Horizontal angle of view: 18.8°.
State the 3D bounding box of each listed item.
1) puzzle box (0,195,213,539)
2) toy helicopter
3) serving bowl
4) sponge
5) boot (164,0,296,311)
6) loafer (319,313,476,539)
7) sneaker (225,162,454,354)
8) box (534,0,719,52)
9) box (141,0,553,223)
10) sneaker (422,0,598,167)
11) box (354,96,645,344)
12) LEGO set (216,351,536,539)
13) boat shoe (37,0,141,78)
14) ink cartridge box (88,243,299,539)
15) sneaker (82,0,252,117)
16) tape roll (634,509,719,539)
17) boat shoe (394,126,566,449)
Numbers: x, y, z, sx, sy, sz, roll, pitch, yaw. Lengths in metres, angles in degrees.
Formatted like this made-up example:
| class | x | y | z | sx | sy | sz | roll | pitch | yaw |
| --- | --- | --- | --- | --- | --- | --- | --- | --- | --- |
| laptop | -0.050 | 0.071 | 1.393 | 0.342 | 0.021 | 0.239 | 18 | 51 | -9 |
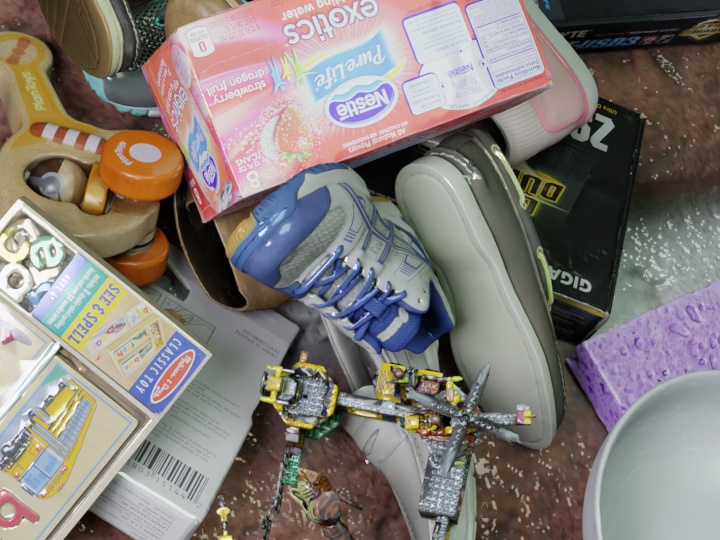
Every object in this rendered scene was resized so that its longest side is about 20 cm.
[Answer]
| class | x | y | z | sx | sy | sz | roll | pitch | yaw |
| --- | --- | --- | --- | --- | --- | --- | --- | --- | --- |
| puzzle box | -0.189 | 0.079 | 1.145 | 0.133 | 0.025 | 0.200 | 38 | 92 | -5 |
| toy helicopter | -0.190 | -0.073 | 1.250 | 0.132 | 0.079 | 0.200 | -6 | 42 | -23 |
| serving bowl | 0.210 | 0.160 | 1.237 | 0.199 | 0.066 | 0.201 | 9 | 62 | -18 |
| sponge | 0.239 | 0.064 | 1.396 | 0.200 | 0.030 | 0.112 | -22 | 74 | -30 |
| boot | -0.080 | -0.073 | 1.266 | 0.075 | 0.073 | 0.201 | -20 | 94 | -49 |
| loafer | 0.019 | 0.088 | 1.275 | 0.070 | 0.070 | 0.201 | -5 | 59 | -19 |
| sneaker | 0.000 | 0.000 | 1.186 | 0.088 | 0.075 | 0.200 | 53 | 16 | 18 |
| box | 0.151 | -0.247 | 1.510 | 0.198 | 0.050 | 0.201 | -6 | 68 | -24 |
| box | -0.008 | -0.110 | 1.221 | 0.199 | 0.095 | 0.103 | -22 | 89 | -19 |
| sneaker | 0.051 | -0.146 | 1.343 | 0.200 | 0.075 | 0.105 | 48 | 53 | 3 |
| box | 0.074 | -0.062 | 1.383 | 0.199 | 0.049 | 0.160 | 22 | 57 | -11 |
| LEGO set | -0.004 | 0.133 | 1.165 | 0.153 | 0.116 | 0.201 | 18 | 78 | 9 |
| boat shoe | -0.169 | -0.197 | 1.315 | 0.065 | 0.073 | 0.200 | -11 | 53 | -27 |
| ink cartridge box | -0.152 | 0.045 | 1.237 | 0.200 | 0.045 | 0.176 | 33 | 40 | -4 |
| sneaker | -0.082 | -0.162 | 1.343 | 0.200 | 0.091 | 0.078 | -27 | 74 | -30 |
| tape roll | 0.208 | 0.245 | 1.271 | 0.199 | 0.066 | 0.201 | 10 | 61 | -17 |
| boat shoe | 0.085 | 0.012 | 1.295 | 0.060 | 0.072 | 0.202 | -40 | 118 | -37 |
